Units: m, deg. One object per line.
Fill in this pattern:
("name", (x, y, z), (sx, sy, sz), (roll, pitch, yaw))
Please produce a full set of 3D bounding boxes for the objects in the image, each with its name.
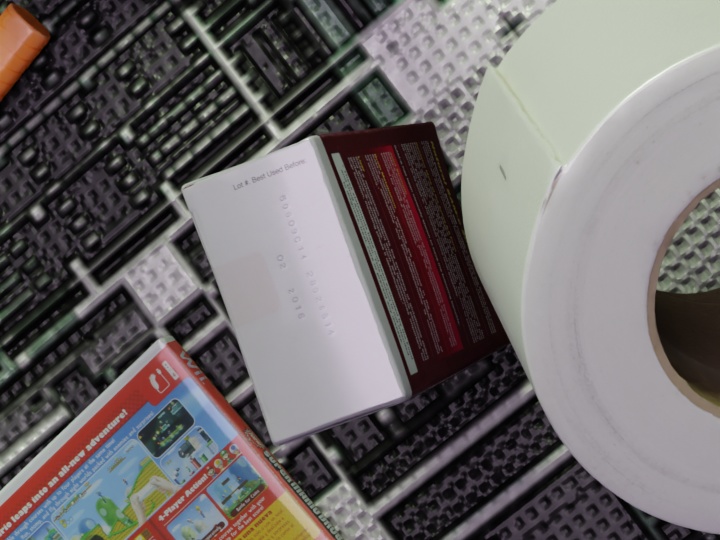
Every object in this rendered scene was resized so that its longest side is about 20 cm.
("supplement box", (0.000, 0.000, 1.015), (0.061, 0.200, 0.110), (-20, 89, 16))
("tape roll", (0.148, -0.015, 0.969), (0.201, 0.139, 0.204), (-3, 111, -7))
("magnifying glass", (-0.217, -0.043, 1.163), (0.080, 0.022, 0.200), (43, 102, 8))
("video game case", (-0.075, 0.152, 1.141), (0.143, 0.017, 0.200), (-43, 83, 14))
